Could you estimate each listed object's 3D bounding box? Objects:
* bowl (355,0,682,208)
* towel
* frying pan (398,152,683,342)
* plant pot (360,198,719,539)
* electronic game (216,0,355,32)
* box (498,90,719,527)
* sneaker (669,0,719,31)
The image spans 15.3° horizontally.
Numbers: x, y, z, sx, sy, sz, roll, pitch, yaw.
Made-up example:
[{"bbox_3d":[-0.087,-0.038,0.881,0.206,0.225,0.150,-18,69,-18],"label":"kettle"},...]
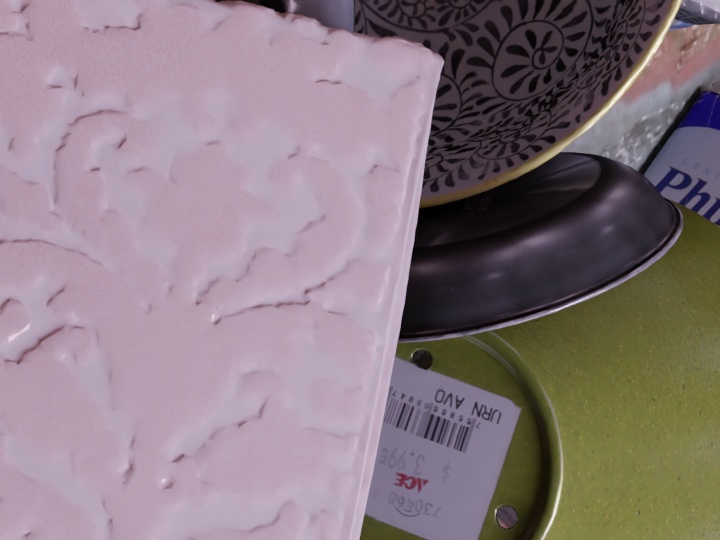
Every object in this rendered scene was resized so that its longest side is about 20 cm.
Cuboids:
[{"bbox_3d":[0.018,-0.115,0.852,0.202,0.200,0.094,-66,165,3],"label":"bowl"},{"bbox_3d":[-0.090,0.013,0.692,0.032,0.199,0.192,118,-16,-76],"label":"towel"},{"bbox_3d":[0.010,-0.007,0.832,0.115,0.189,0.031,-37,117,-49],"label":"frying pan"},{"bbox_3d":[0.048,0.058,0.904,0.188,0.186,0.200,-68,161,6],"label":"plant pot"},{"bbox_3d":[-0.101,-0.072,0.746,0.042,0.199,0.201,-105,-143,-83],"label":"electronic game"},{"bbox_3d":[0.164,0.062,1.142,0.200,0.105,0.184,-53,139,-11],"label":"box"},{"bbox_3d":[0.102,-0.133,0.975,0.200,0.074,0.088,-44,132,-69],"label":"sneaker"}]
